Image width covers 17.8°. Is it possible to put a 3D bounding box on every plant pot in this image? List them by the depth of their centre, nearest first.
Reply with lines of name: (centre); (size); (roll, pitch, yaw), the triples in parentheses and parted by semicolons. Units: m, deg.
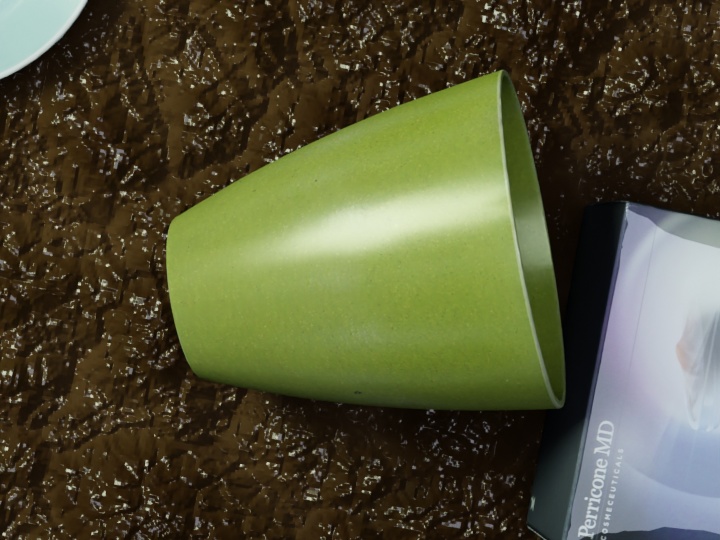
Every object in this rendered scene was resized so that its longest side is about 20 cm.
plant pot: (0.000, 0.000, 1.278); (0.199, 0.187, 0.188); (-10, 92, 10)

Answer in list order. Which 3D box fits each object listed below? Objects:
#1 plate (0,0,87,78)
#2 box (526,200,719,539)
plate: (-0.244, -0.202, 1.312); (0.199, 0.026, 0.202); (0, 92, -6)
box: (0.215, 0.076, 1.315); (0.197, 0.123, 0.201); (10, 90, -4)
